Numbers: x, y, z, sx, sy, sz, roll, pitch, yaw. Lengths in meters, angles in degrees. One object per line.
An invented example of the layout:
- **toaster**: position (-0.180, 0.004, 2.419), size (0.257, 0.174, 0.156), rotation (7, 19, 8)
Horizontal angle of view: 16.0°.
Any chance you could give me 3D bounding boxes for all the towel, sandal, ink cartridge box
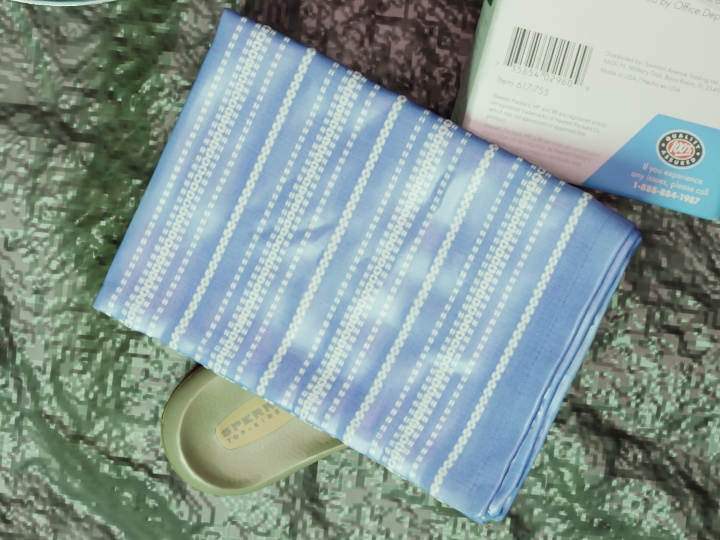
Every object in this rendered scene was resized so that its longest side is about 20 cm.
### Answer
- **towel**: position (0.000, 0.000, 1.054), size (0.200, 0.024, 0.145), rotation (28, 104, 11)
- **sandal**: position (0.002, 0.033, 1.095), size (0.200, 0.054, 0.080), rotation (-34, 98, 4)
- **ink cartridge box**: position (0.119, -0.135, 1.056), size (0.116, 0.068, 0.200), rotation (15, 105, -4)

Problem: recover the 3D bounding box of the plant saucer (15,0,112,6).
- **plant saucer**: position (-0.125, -0.211, 1.070), size (0.200, 0.027, 0.200), rotation (0, 98, -2)
